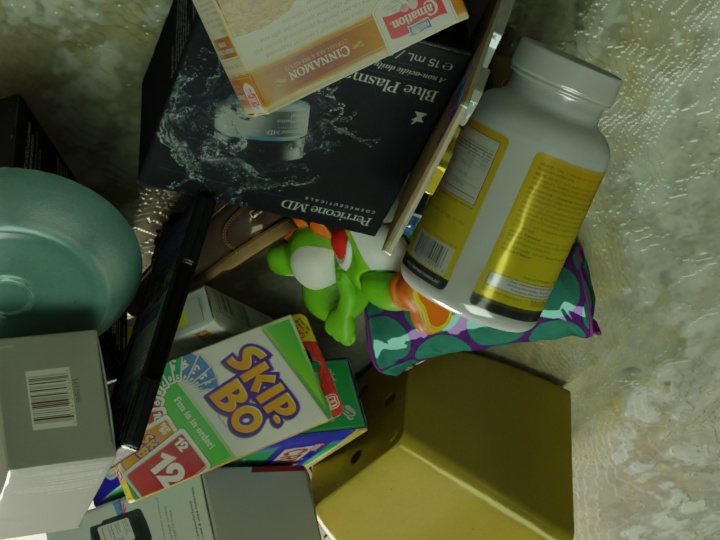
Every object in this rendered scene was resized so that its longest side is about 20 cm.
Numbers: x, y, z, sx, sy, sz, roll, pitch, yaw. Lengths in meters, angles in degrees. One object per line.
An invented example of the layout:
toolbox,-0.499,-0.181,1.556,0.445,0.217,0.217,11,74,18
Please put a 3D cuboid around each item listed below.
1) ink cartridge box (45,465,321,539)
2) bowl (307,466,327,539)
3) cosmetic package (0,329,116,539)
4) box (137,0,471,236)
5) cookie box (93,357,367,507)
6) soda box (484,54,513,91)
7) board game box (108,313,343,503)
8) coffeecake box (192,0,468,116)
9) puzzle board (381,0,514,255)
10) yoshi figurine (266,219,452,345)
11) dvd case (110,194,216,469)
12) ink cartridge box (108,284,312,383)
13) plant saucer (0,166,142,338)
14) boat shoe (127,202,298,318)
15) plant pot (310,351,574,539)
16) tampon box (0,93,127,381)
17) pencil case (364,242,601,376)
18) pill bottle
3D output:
ink cartridge box,-0.158,0.240,1.539,0.200,0.083,0.146,-24,162,34
bowl,-0.102,0.238,1.703,0.201,0.094,0.201,-1,137,-1
cosmetic package,-0.249,0.130,1.325,0.090,0.107,0.200,-6,160,-18
box,-0.046,-0.148,1.286,0.197,0.117,0.200,12,135,-16
cookie box,-0.123,0.143,1.532,0.200,0.075,0.171,-4,159,-32
soda box,0.119,-0.078,1.404,0.064,0.068,0.200,4,136,-8
board game box,-0.114,0.109,1.414,0.200,0.096,0.030,-21,176,-24
coffeecake box,-0.043,-0.223,1.131,0.153,0.073,0.200,-27,101,-12
puzzle board,0.071,-0.121,1.264,0.017,0.200,0.151,25,132,-4
yoshi figurine,0.010,0.005,1.429,0.112,0.112,0.200,-10,-168,-42
dvd case,-0.160,0.050,1.322,0.018,0.200,0.143,20,162,-13
ink cartridge box,-0.169,0.087,1.527,0.200,0.047,0.198,-21,159,18
plant saucer,-0.261,0.009,1.277,0.200,0.036,0.200,-5,135,-5
boat shoe,-0.137,-0.021,1.454,0.200,0.070,0.070,-33,93,34
plant pot,0.064,0.185,1.600,0.176,0.200,0.200,34,125,-22
tampon box,-0.287,-0.009,1.388,0.126,0.150,0.200,-18,135,11
pencil case,0.106,0.035,1.512,0.200,0.085,0.092,-10,121,7
pill bottle,0.116,-0.064,1.270,0.112,0.112,0.200,19,103,-22
